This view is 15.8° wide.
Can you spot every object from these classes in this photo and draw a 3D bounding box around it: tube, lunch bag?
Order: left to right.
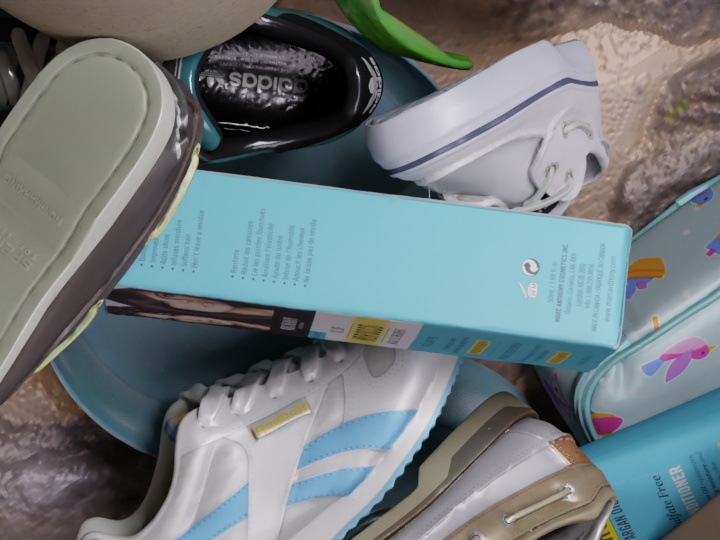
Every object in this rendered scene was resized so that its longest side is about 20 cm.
[{"bbox_3d":[0.140,0.087,1.136,0.199,0.050,0.078,-25,120,7],"label":"tube"},{"bbox_3d":[0.191,0.036,1.196,0.199,0.077,0.161,-34,124,0],"label":"lunch bag"}]

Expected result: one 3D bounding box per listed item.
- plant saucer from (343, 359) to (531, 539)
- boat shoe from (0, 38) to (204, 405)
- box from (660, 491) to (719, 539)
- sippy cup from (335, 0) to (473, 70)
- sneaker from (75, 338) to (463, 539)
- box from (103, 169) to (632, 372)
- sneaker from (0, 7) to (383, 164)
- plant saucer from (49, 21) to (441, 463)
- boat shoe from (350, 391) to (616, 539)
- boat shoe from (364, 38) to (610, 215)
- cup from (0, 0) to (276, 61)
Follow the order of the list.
[{"bbox_3d":[0.008,0.133,1.189,0.199,0.027,0.201,-10,116,-21],"label":"plant saucer"},{"bbox_3d":[-0.130,0.008,0.927,0.201,0.072,0.061,-48,159,5],"label":"boat shoe"},{"bbox_3d":[0.176,0.151,1.126,0.077,0.095,0.200,-6,153,-30],"label":"box"},{"bbox_3d":[0.056,-0.174,1.006,0.178,0.140,0.130,-44,138,22],"label":"sippy cup"},{"bbox_3d":[-0.032,0.069,1.066,0.081,0.076,0.200,42,85,-12],"label":"sneaker"},{"bbox_3d":[0.000,0.000,1.004,0.198,0.082,0.050,7,81,-2],"label":"box"},{"bbox_3d":[-0.090,-0.076,0.984,0.198,0.080,0.072,-2,95,-8],"label":"sneaker"},{"bbox_3d":[-0.044,-0.013,1.085,0.199,0.027,0.201,-8,114,-18],"label":"plant saucer"},{"bbox_3d":[0.026,0.140,1.061,0.200,0.068,0.075,-49,156,-17],"label":"boat shoe"},{"bbox_3d":[0.065,-0.051,1.032,0.073,0.200,0.067,-23,91,26],"label":"boat shoe"},{"bbox_3d":[-0.084,-0.158,0.918,0.199,0.201,0.144,-27,141,-11],"label":"cup"}]
